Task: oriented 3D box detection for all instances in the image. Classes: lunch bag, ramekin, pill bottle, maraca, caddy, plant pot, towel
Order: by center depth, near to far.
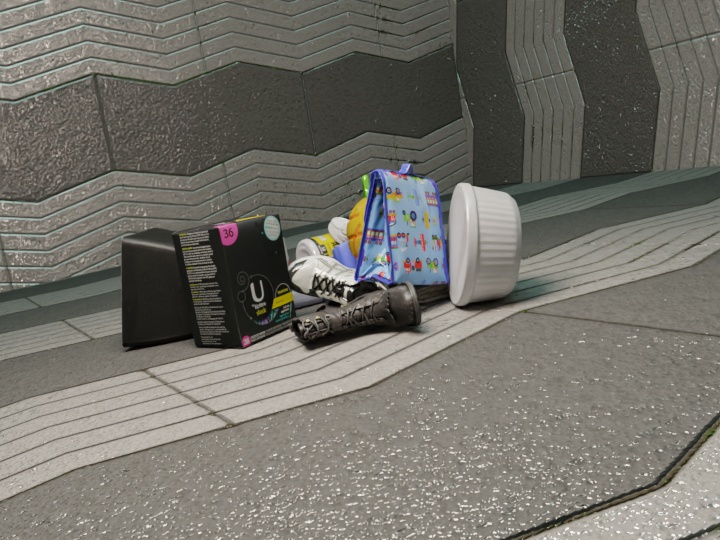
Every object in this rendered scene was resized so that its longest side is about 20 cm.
[{"bbox_3d":[0.203,-0.042,1.194,0.093,0.206,0.202,2,8,-2],"label":"ramekin"},{"bbox_3d":[0.075,-0.079,1.212,0.149,0.204,0.093,1,2,-45],"label":"lunch bag"},{"bbox_3d":[0.024,-0.084,1.326,0.105,0.202,0.138,-8,-34,-5],"label":"maraca"},{"bbox_3d":[0.156,0.022,1.341,0.197,0.035,0.132,-14,8,-20],"label":"towel"},{"bbox_3d":[-0.341,0.032,1.381,0.174,0.204,0.200,4,9,1],"label":"plant pot"},{"bbox_3d":[0.000,0.000,1.438,0.141,0.106,0.199,-31,-8,40],"label":"caddy"},{"bbox_3d":[-0.043,-0.037,1.686,0.198,0.113,0.111,-16,10,-31],"label":"pill bottle"}]

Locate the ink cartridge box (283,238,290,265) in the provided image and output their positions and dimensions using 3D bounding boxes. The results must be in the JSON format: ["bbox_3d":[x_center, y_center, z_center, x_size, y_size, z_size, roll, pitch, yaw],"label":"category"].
[{"bbox_3d":[-0.210,-0.026,1.616,0.066,0.118,0.200,-15,-7,5],"label":"ink cartridge box"}]

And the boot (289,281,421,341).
[{"bbox_3d":[-0.012,0.075,1.107,0.172,0.070,0.200,-14,-1,-24],"label":"boot"}]

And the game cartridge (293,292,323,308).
[{"bbox_3d":[-0.155,0.051,1.507,0.131,0.042,0.200,-17,11,-20],"label":"game cartridge"}]

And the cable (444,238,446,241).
[{"bbox_3d":[0.130,-0.064,1.448,0.198,0.051,0.163,26,10,-25],"label":"cable"}]

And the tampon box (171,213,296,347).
[{"bbox_3d":[-0.214,0.015,1.244,0.125,0.203,0.149,-3,11,36],"label":"tampon box"}]

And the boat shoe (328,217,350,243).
[{"bbox_3d":[-0.005,-0.086,1.596,0.070,0.070,0.199,-18,34,-30],"label":"boat shoe"}]

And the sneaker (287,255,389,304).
[{"bbox_3d":[-0.038,0.023,1.289,0.197,0.077,0.088,7,13,-12],"label":"sneaker"}]
